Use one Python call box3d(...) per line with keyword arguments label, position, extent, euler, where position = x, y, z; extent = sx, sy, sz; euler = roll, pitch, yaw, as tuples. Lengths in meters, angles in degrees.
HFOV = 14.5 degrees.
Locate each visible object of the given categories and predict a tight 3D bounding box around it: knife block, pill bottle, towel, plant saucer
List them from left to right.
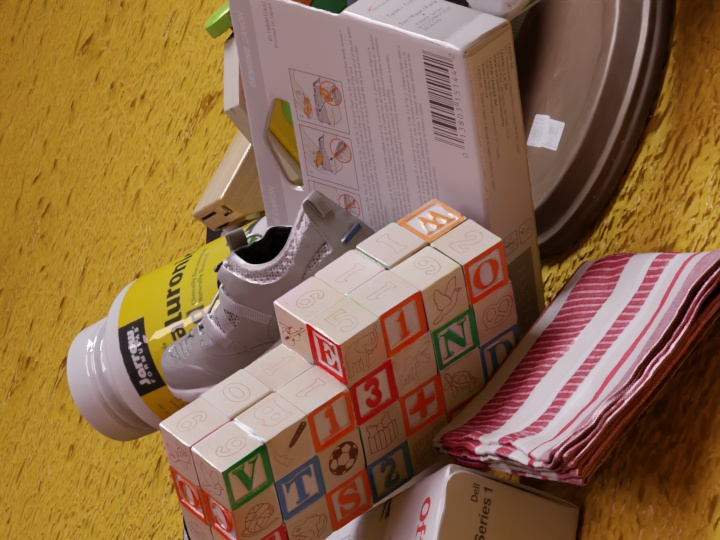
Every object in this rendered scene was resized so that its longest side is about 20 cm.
box3d(label="pill bottle", position=(-0.094, 0.042, 1.823), extent=(0.199, 0.111, 0.112), euler=(-25, 45, 38))
box3d(label="knife block", position=(-0.031, -0.131, 1.909), extent=(0.064, 0.199, 0.177), euler=(-26, 78, 67))
box3d(label="plant saucer", position=(0.121, -0.106, 1.645), extent=(0.200, 0.029, 0.201), euler=(-162, 90, -72))
box3d(label="towel", position=(0.114, 0.044, 1.446), extent=(0.144, 0.023, 0.200), euler=(-50, 13, -13))

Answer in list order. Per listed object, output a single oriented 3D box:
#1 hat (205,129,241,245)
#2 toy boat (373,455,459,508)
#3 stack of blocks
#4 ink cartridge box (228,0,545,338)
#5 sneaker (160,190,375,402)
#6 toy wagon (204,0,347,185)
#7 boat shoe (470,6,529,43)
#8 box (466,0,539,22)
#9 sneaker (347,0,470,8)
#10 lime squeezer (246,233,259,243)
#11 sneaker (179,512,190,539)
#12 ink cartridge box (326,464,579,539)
box3d(label="hat", position=(-0.052, -0.016, 2.011), extent=(0.200, 0.080, 0.202), euler=(-171, 90, -74))
box3d(label="toy boat", position=(-0.005, 0.122, 1.706), extent=(0.131, 0.130, 0.200), euler=(-45, -11, -52))
box3d(label="stack of blocks", position=(-0.008, 0.064, 1.514), extent=(0.058, 0.199, 0.116), euler=(33, 146, 43))
box3d(label="ink cartridge box", position=(0.016, -0.066, 1.594), extent=(0.176, 0.045, 0.201), euler=(20, 133, 37))
box3d(label="sneaker", position=(-0.055, 0.011, 1.638), extent=(0.200, 0.082, 0.075), euler=(-32, 10, 42))
box3d(label="toy wagon", position=(-0.005, -0.148, 1.857), extent=(0.200, 0.155, 0.040), euler=(-47, 15, -26))
box3d(label="boat shoe", position=(0.093, -0.232, 1.776), extent=(0.067, 0.073, 0.201), euler=(158, 127, -70))
box3d(label="box", position=(0.103, -0.280, 1.495), extent=(0.171, 0.200, 0.199), euler=(-37, -5, -34))
box3d(label="sneaker", position=(0.014, -0.195, 1.740), extent=(0.202, 0.076, 0.147), euler=(171, 77, -79))
box3d(label="lime squeezer", position=(0.000, 0.000, 1.752), extent=(0.038, 0.200, 0.071), euler=(-26, 81, 28))
box3d(label="sneaker", position=(-0.054, 0.131, 1.808), extent=(0.076, 0.113, 0.201), euler=(-101, 33, -57))
box3d(label="ink cartridge box", position=(0.031, 0.203, 1.526), extent=(0.200, 0.084, 0.147), euler=(145, 140, -61))
